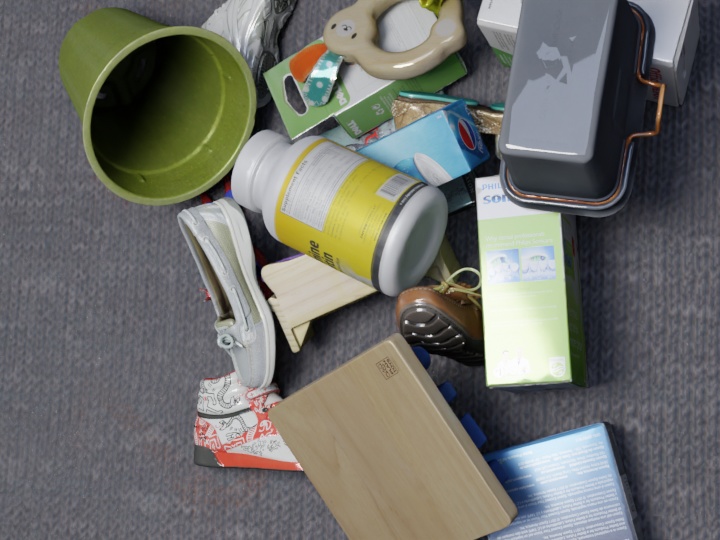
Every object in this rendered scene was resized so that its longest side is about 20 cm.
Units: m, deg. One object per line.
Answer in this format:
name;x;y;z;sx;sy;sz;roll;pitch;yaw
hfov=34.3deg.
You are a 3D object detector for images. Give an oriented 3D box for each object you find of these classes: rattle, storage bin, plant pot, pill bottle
rattle;0.001;-0.257;1.175;0.198;0.143;0.132;-11;79;13
storage bin;0.191;-0.159;1.021;0.144;0.134;0.202;9;86;18
plant pot;-0.244;-0.204;1.290;0.201;0.200;0.190;-52;45;5
pill bottle;-0.023;-0.063;1.126;0.199;0.112;0.113;26;91;24

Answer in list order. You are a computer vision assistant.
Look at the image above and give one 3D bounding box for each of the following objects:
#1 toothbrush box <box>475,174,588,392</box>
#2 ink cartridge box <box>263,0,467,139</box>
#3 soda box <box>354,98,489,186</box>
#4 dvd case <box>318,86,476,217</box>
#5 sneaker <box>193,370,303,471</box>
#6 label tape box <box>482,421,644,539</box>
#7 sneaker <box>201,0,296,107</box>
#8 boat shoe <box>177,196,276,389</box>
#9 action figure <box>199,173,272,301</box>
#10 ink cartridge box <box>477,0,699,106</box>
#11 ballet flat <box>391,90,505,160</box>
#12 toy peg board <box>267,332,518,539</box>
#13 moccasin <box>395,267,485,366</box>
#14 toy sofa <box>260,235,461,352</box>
toothbrush box;0.170;0.016;1.149;0.085;0.146;0.202;-6;80;16
ink cartridge box;0.004;-0.216;1.268;0.199;0.059;0.104;-29;61;9
soda box;0.027;-0.101;1.196;0.199;0.064;0.068;-23;97;31
dvd case;0.021;-0.103;1.280;0.198;0.022;0.147;-22;76;12
sneaker;-0.088;0.158;1.253;0.199;0.067;0.109;-1;84;20
label tape box;0.203;0.265;1.148;0.142;0.066;0.202;-17;80;15
sneaker;-0.135;-0.292;1.329;0.098;0.078;0.202;12;85;22
boat shoe;-0.138;0.029;1.209;0.064;0.074;0.204;-17;103;-27
action figure;-0.150;-0.033;1.287;0.065;0.099;0.201;-27;78;13
ink cartridge box;0.232;-0.242;1.166;0.198;0.145;0.085;17;88;19
ballet flat;0.131;-0.149;1.226;0.198;0.071;0.066;6;104;7
toy peg board;0.046;0.166;1.139;0.199;0.098;0.201;-34;91;42
moccasin;0.091;0.042;1.142;0.073;0.201;0.079;-10;74;30
toy sofa;0.000;0.000;1.227;0.199;0.083;0.098;-24;96;14
